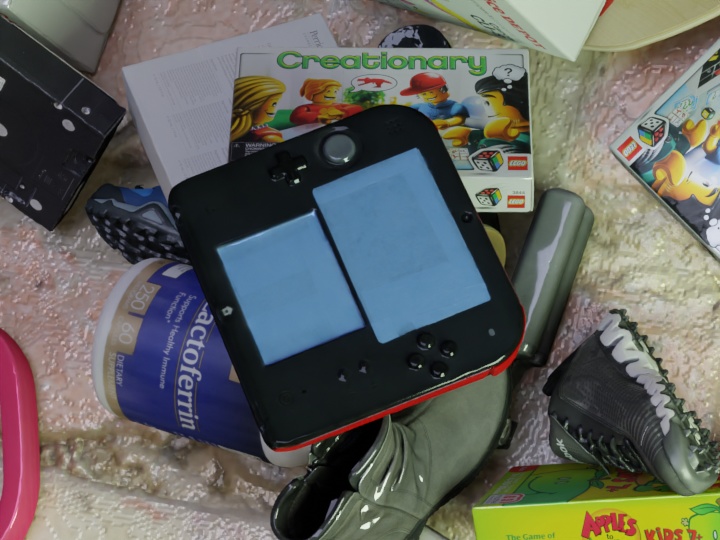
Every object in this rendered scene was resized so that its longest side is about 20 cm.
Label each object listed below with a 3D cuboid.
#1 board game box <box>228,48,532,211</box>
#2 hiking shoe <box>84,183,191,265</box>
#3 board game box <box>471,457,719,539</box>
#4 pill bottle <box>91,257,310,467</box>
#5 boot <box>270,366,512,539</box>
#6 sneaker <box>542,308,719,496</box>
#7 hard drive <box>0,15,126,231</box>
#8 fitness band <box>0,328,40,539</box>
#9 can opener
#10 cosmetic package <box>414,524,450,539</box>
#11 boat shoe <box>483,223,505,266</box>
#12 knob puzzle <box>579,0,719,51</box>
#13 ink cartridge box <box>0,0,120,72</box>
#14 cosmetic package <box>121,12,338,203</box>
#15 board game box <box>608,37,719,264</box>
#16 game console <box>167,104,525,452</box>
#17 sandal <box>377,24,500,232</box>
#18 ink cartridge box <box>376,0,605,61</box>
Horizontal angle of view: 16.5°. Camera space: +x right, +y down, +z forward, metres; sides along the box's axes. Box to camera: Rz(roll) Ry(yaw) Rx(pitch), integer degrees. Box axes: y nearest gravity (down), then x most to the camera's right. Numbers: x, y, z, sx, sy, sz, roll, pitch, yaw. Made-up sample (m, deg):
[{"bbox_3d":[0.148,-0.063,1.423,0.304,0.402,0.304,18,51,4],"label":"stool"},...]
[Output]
[{"bbox_3d":[0.014,-0.094,1.645,0.199,0.035,0.127,0,46,1],"label":"board game box"},{"bbox_3d":[-0.098,-0.036,1.759,0.199,0.074,0.087,13,58,22],"label":"hiking shoe"},{"bbox_3d":[0.181,0.153,1.570,0.199,0.102,0.048,-6,98,19],"label":"board game box"},{"bbox_3d":[-0.073,0.068,1.685,0.199,0.116,0.116,14,81,23],"label":"pill bottle"},{"bbox_3d":[0.026,0.107,1.559,0.070,0.132,0.200,21,72,24],"label":"boot"},{"bbox_3d":[0.165,0.101,1.569,0.090,0.067,0.200,-37,25,7],"label":"sneaker"},{"bbox_3d":[-0.273,-0.129,1.768,0.200,0.140,0.038,35,52,-1],"label":"hard drive"},{"bbox_3d":[-0.302,0.129,1.800,0.143,0.037,0.201,-10,73,15],"label":"fitness band"},{"bbox_3d":[0.094,0.039,1.665,0.067,0.053,0.201,16,81,23],"label":"can opener"},{"bbox_3d":[0.045,0.226,1.621,0.200,0.073,0.104,31,87,24],"label":"cosmetic package"},{"bbox_3d":[-0.001,0.002,1.628,0.200,0.073,0.063,-18,35,-20],"label":"boat shoe"},{"bbox_3d":[0.192,-0.229,1.703,0.219,0.030,0.220,-14,62,28],"label":"knob puzzle"},{"bbox_3d":[-0.285,-0.253,1.835,0.199,0.147,0.146,15,81,23],"label":"ink cartridge box"},{"bbox_3d":[-0.063,-0.078,1.700,0.150,0.052,0.200,-18,52,-10],"label":"cosmetic package"},{"bbox_3d":[0.279,-0.106,1.646,0.200,0.035,0.126,-45,66,4],"label":"board game box"},{"bbox_3d":[-0.008,0.000,1.533,0.176,0.031,0.200,-19,62,-10],"label":"game console"},{"bbox_3d":[0.043,-0.079,1.719,0.075,0.048,0.201,-19,70,15],"label":"sandal"},{"bbox_3d":[0.070,-0.253,1.682,0.200,0.145,0.145,21,82,38],"label":"ink cartridge box"}]
